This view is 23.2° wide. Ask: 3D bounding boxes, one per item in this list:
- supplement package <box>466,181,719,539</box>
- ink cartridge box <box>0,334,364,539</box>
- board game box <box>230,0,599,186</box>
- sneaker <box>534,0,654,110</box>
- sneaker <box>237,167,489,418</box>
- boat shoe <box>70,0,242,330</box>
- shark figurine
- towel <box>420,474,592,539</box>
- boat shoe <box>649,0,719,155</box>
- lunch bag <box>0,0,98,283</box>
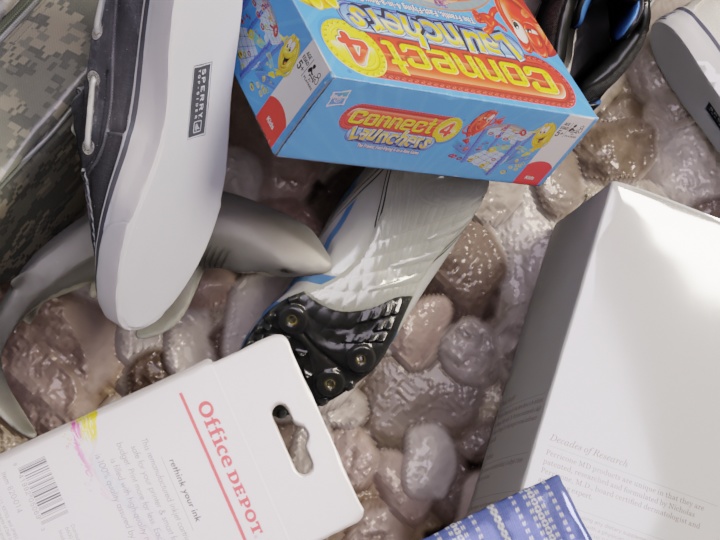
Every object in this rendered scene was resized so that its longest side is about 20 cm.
[{"bbox_3d":[0.147,0.072,0.976,0.116,0.117,0.202,19,77,-5],"label":"supplement package"},{"bbox_3d":[-0.110,0.126,0.939,0.198,0.067,0.118,-24,84,-10],"label":"ink cartridge box"},{"bbox_3d":[0.004,-0.143,0.936,0.199,0.056,0.197,3,49,-43],"label":"board game box"},{"bbox_3d":[0.150,-0.170,1.025,0.072,0.112,0.202,24,76,-6],"label":"sneaker"},{"bbox_3d":[0.000,0.000,0.995,0.072,0.072,0.201,39,89,-13],"label":"sneaker"},{"bbox_3d":[-0.109,-0.072,0.859,0.067,0.071,0.202,23,115,30],"label":"boat shoe"},{"bbox_3d":[-0.136,-0.015,0.930,0.213,0.090,0.128,-25,56,-19],"label":"shark figurine"},{"bbox_3d":[0.043,0.208,0.865,0.198,0.024,0.146,-24,80,-13],"label":"towel"},{"bbox_3d":[0.254,-0.081,1.052,0.069,0.071,0.201,-30,79,-12],"label":"boat shoe"},{"bbox_3d":[-0.204,-0.115,0.942,0.167,0.140,0.200,38,76,9],"label":"lunch bag"}]
